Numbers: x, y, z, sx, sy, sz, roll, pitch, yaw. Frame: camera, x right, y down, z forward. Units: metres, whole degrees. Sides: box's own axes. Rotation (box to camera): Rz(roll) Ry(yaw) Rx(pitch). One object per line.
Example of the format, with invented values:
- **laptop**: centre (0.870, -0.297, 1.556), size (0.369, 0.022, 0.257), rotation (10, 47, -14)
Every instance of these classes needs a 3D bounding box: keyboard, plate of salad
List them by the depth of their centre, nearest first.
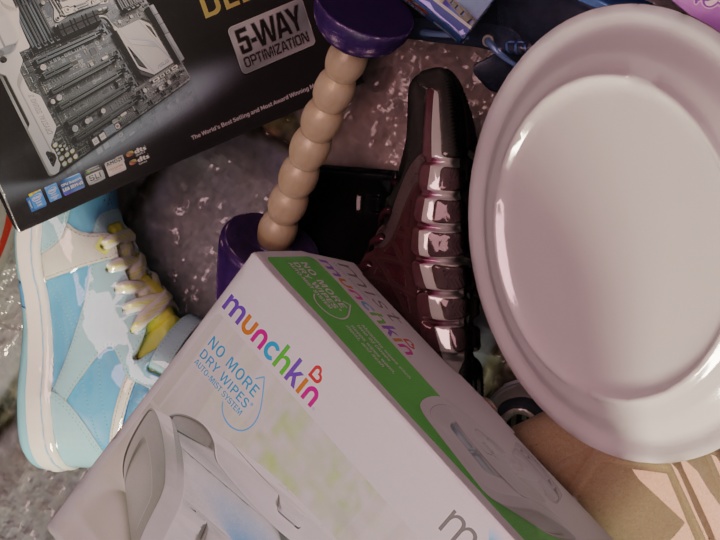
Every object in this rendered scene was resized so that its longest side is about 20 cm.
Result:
- **plate of salad**: centre (0.124, -0.016, 0.840), size (0.200, 0.048, 0.201), rotation (12, 106, 47)
- **keyboard**: centre (0.004, 0.046, 1.030), size (0.104, 0.040, 0.201), rotation (8, 96, 40)

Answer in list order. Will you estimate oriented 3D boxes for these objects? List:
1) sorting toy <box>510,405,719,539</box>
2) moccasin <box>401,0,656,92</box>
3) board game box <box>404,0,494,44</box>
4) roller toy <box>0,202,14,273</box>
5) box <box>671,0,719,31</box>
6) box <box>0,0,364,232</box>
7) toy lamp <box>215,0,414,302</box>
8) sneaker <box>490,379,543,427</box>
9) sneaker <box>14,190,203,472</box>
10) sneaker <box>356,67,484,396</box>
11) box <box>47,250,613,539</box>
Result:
- **sorting toy**: centre (0.107, 0.164, 0.878), size (0.185, 0.036, 0.201), rotation (-28, 73, 21)
- **moccasin**: centre (0.081, -0.122, 0.975), size (0.199, 0.080, 0.069), rotation (23, 105, 30)
- **board game box**: centre (0.057, -0.229, 0.913), size (0.135, 0.034, 0.200), rotation (38, 91, 0)
- **roller toy**: centre (-0.267, -0.040, 1.030), size (0.139, 0.182, 0.201), rotation (20, 99, 16)
- **box**: centre (0.196, -0.188, 0.942), size (0.200, 0.039, 0.137), rotation (42, 104, 12)
- **box**: centre (-0.114, -0.133, 0.964), size (0.199, 0.050, 0.158), rotation (-24, 120, -11)
- **toy lamp**: centre (-0.030, -0.052, 0.979), size (0.058, 0.058, 0.201), rotation (33, 128, 14)
- **sneaker**: centre (0.072, 0.156, 0.985), size (0.073, 0.071, 0.201), rotation (3, 94, 18)
- **sneaker**: centre (-0.117, 0.017, 1.040), size (0.130, 0.080, 0.201), rotation (6, 104, 20)
- **sneaker**: centre (0.000, 0.000, 0.951), size (0.115, 0.076, 0.201), rotation (-1, 86, 14)
- **box**: centre (-0.012, 0.123, 0.870), size (0.200, 0.097, 0.177), rotation (47, 110, 25)
